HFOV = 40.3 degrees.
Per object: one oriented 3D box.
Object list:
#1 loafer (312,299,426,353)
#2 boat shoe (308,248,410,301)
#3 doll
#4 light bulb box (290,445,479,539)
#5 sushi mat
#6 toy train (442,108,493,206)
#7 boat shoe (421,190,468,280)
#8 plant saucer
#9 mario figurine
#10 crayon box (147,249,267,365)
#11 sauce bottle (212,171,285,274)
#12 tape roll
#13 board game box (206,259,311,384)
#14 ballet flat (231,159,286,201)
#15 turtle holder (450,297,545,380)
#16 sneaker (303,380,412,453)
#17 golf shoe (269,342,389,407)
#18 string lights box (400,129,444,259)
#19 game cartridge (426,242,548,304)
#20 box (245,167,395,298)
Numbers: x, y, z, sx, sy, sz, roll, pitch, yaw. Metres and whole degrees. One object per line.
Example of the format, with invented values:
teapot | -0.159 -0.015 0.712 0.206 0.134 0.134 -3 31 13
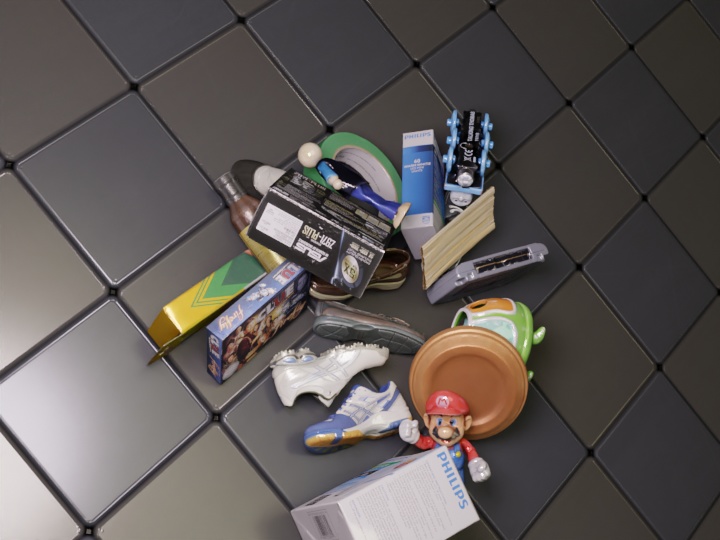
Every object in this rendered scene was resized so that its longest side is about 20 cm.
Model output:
loafer | 0.018 0.088 1.640 0.198 0.072 0.063 13 55 -16
boat shoe | -0.003 -0.005 1.641 0.201 0.075 0.075 -11 57 -36
doll | -0.015 -0.138 1.565 0.199 0.136 0.049 32 100 2
light bulb box | 0.034 0.368 1.475 0.199 0.198 0.126 -22 84 -30
sushi mat | 0.170 -0.057 1.686 0.012 0.096 0.200 27 52 35
toy train | 0.191 -0.202 1.760 0.086 0.115 0.201 7 46 4
boat shoe | 0.166 -0.078 1.767 0.075 0.060 0.202 20 66 -18
plant saucer | 0.178 0.191 1.620 0.200 0.200 0.037 42 16 -6
mario figurine | 0.133 0.291 1.563 0.122 0.106 0.202 -8 102 -30
crayon box | -0.246 0.057 1.492 0.200 0.127 0.051 -38 89 -31
sauce bottle | -0.169 -0.070 1.607 0.065 0.065 0.201 -35 91 -30
tape roll | -0.006 -0.138 1.678 0.199 0.048 0.202 24 50 -32
board game box | -0.156 0.072 1.523 0.035 0.136 0.200 37 59 18
ballet flat | -0.124 -0.129 1.646 0.199 0.068 0.068 36 62 -10
turtle holder | 0.216 0.133 1.689 0.131 0.186 0.142 15 33 -20
sneaker | -0.014 0.233 1.579 0.199 0.075 0.089 -8 67 -36
golf shoe | -0.045 0.170 1.581 0.198 0.078 0.098 -7 77 -17
string lights box | 0.111 -0.133 1.714 0.058 0.103 0.202 -7 59 15
game cartridge | 0.218 0.007 1.720 0.198 0.133 0.041 -14 72 -29
box | -0.057 -0.062 1.516 0.199 0.087 0.164 29 19 -1
